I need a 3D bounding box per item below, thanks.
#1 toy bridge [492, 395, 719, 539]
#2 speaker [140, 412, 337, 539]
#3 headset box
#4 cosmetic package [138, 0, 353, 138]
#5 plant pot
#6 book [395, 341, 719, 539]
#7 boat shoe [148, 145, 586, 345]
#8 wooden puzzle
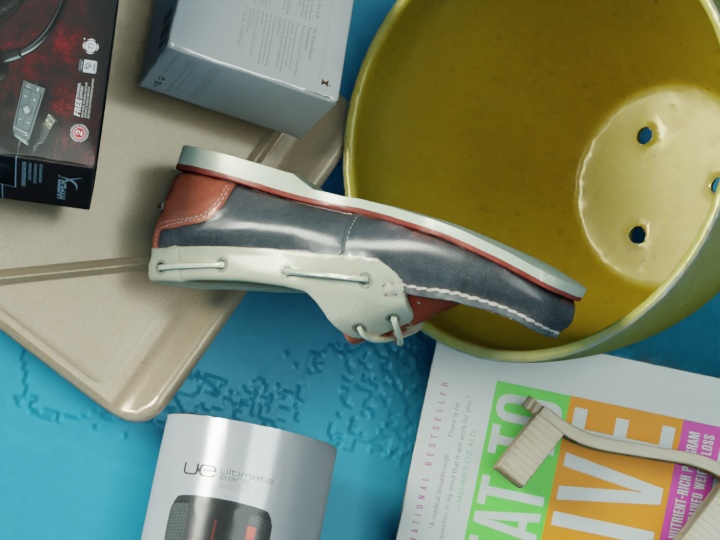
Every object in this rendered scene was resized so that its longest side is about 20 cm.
[{"bbox_3d":[0.153,0.121,1.182,0.200,0.027,0.067,39,86,2],"label":"toy bridge"},{"bbox_3d":[-0.067,0.166,1.158,0.081,0.081,0.201,15,80,-18],"label":"speaker"},{"bbox_3d":[-0.203,-0.117,1.118,0.199,0.075,0.149,8,76,-6],"label":"headset box"},{"bbox_3d":[-0.041,-0.167,1.193,0.082,0.051,0.201,17,64,-16],"label":"cosmetic package"},{"bbox_3d":[0.113,-0.049,1.198,0.142,0.199,0.201,14,77,-55],"label":"plant pot"},{"bbox_3d":[0.121,0.108,1.218,0.199,0.048,0.134,11,86,2],"label":"book"},{"bbox_3d":[0.000,0.000,1.124,0.199,0.071,0.063,17,86,22],"label":"boat shoe"},{"bbox_3d":[-0.127,-0.058,1.186,0.200,0.037,0.185,37,74,-8],"label":"wooden puzzle"}]
